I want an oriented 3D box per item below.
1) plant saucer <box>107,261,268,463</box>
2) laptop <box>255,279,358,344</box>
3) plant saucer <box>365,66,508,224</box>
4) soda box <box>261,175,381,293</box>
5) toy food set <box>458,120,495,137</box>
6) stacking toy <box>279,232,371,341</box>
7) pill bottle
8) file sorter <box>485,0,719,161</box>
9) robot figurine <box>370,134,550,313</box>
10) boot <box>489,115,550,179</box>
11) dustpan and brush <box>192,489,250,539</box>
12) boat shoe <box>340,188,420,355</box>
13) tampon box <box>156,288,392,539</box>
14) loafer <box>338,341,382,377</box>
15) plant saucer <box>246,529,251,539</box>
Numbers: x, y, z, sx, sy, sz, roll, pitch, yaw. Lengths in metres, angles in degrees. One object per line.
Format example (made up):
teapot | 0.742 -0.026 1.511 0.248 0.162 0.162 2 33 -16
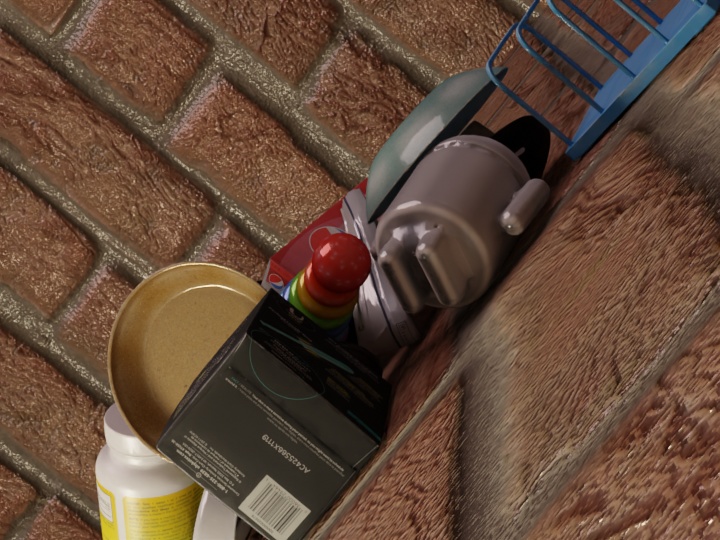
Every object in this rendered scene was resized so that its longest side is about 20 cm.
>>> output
plant saucer | -0.143 0.089 1.679 0.200 0.200 0.035 -50 -10 17
laptop | -0.083 0.067 1.888 0.186 0.117 0.200 -14 -12 -21
plant saucer | 0.062 -0.131 1.689 0.201 0.039 0.201 -47 -3 -3
soda box | -0.018 -0.024 1.860 0.200 0.070 0.064 -42 -18 -40
toy food set | 0.098 -0.067 1.841 0.144 0.060 0.200 -48 -13 -3
stacking toy | -0.033 0.021 1.648 0.085 0.085 0.200 -53 -3 -30
pill bottle | -0.208 0.231 1.783 0.113 0.112 0.201 -57 -30 -59
file sorter | 0.226 -0.230 1.599 0.200 0.123 0.139 -48 5 37
robot figurine | 0.085 -0.045 1.573 0.169 0.113 0.200 -6 32 33
boot | 0.112 -0.066 1.753 0.200 0.075 0.097 -54 7 -16
dustpan and brush | -0.122 0.253 1.582 0.200 0.057 0.140 -67 -14 -60
boat shoe | 0.000 0.000 1.759 0.066 0.074 0.201 -24 45 5
tampon box | -0.070 0.125 1.535 0.126 0.150 0.200 -50 4 10
loafer | -0.043 0.151 1.681 0.200 0.073 0.071 -55 12 33
plant saucer | -0.144 0.196 1.800 0.031 0.201 0.200 -10 -10 -17
